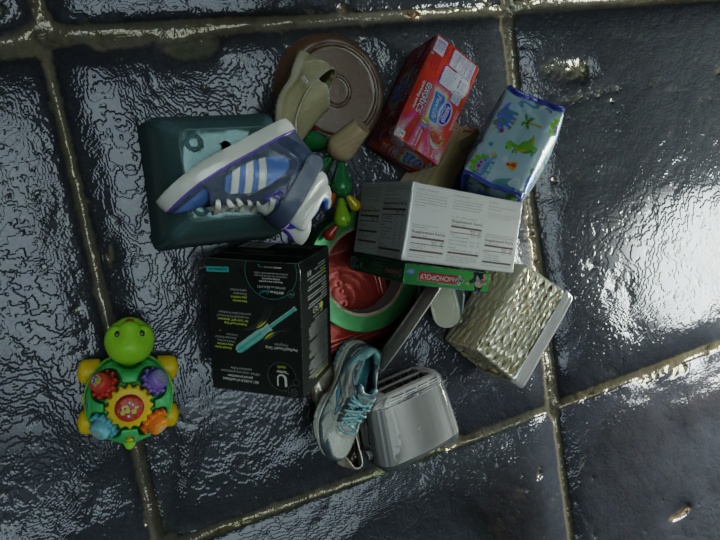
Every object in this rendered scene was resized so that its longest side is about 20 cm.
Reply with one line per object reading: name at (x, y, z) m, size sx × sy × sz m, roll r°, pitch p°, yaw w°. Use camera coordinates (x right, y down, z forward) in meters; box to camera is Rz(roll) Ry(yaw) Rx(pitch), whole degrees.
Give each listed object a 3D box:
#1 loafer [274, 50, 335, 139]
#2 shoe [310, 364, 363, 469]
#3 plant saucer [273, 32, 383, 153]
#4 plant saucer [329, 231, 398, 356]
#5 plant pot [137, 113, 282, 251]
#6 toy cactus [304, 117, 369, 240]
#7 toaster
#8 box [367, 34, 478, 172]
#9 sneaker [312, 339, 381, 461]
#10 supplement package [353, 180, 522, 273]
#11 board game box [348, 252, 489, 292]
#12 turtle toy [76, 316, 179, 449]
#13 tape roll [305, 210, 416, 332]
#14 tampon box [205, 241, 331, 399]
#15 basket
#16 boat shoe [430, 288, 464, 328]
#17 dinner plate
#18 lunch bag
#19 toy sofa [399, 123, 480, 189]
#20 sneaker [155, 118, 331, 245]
loafer at (-0.080, -0.251, 0.861) m, size 0.068 × 0.076 × 0.201 m, roll 8°, pitch 62°, yaw 4°
shoe at (-0.036, 0.254, 1.005) m, size 0.070 × 0.053 × 0.201 m, roll -20°, pitch 101°, yaw -20°
plant saucer at (-0.046, -0.300, 0.970) m, size 0.199 × 0.034 × 0.201 m, roll -1°, pitch 94°, yaw -22°
plant saucer at (-0.033, 0.047, 1.000) m, size 0.199 × 0.037 × 0.201 m, roll -18°, pitch 101°, yaw -21°
plant pot at (-0.205, -0.132, 0.828) m, size 0.195 × 0.200 × 0.197 m, roll -8°, pitch 97°, yaw -21°
toy cactus at (-0.046, -0.162, 0.897) m, size 0.102 × 0.165 × 0.201 m, roll 13°, pitch 45°, yaw -48°
toaster at (0.086, 0.255, 1.023) m, size 0.199 × 0.114 × 0.130 m, roll -18°, pitch 98°, yaw -24°
box at (0.107, -0.281, 0.990) m, size 0.099 × 0.095 × 0.201 m, roll 28°, pitch 77°, yaw -23°
sneaker at (-0.017, 0.212, 0.941) m, size 0.077 × 0.086 × 0.201 m, roll 19°, pitch 78°, yaw -31°
supplement package at (0.115, -0.067, 0.887) m, size 0.199 × 0.156 × 0.112 m, roll 7°, pitch 94°, yaw -27°
board game box at (0.080, 0.000, 0.864) m, size 0.134 × 0.200 × 0.029 m, roll 7°, pitch 93°, yaw -22°
turtle toy at (-0.340, 0.167, 0.849) m, size 0.145 × 0.101 × 0.201 m, roll -1°, pitch 94°, yaw -22°
tape roll at (0.000, 0.000, 0.965) m, size 0.199 × 0.048 × 0.202 m, roll -2°, pitch 95°, yaw -22°
tampon box at (-0.133, 0.068, 0.868) m, size 0.149 × 0.126 × 0.201 m, roll 4°, pitch 105°, yaw 16°
basket at (0.270, 0.093, 1.074) m, size 0.123 × 0.135 × 0.201 m, roll 35°, pitch 81°, yaw -18°
boat shoe at (0.157, 0.004, 1.072) m, size 0.062 × 0.072 × 0.201 m, roll -5°, pitch 89°, yaw -65°
dinner plate at (0.083, 0.083, 0.970) m, size 0.024 × 0.200 × 0.201 m, roll 34°, pitch 80°, yaw 4°
lunch bag at (0.245, -0.183, 0.975) m, size 0.127 × 0.200 × 0.171 m, roll 28°, pitch 85°, yaw 14°
toy sofa at (0.141, -0.162, 1.039) m, size 0.083 × 0.097 × 0.200 m, roll 41°, pitch 77°, yaw -44°
sneaker at (-0.127, -0.081, 0.712) m, size 0.200 × 0.081 × 0.147 m, roll -36°, pitch 102°, yaw -21°
